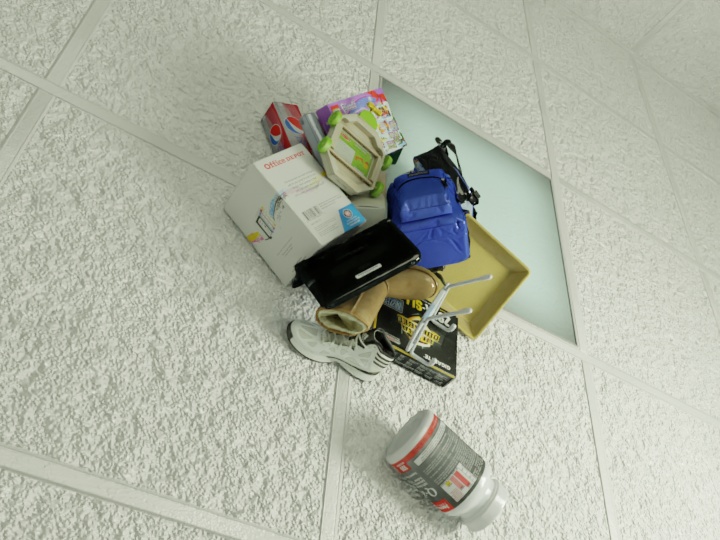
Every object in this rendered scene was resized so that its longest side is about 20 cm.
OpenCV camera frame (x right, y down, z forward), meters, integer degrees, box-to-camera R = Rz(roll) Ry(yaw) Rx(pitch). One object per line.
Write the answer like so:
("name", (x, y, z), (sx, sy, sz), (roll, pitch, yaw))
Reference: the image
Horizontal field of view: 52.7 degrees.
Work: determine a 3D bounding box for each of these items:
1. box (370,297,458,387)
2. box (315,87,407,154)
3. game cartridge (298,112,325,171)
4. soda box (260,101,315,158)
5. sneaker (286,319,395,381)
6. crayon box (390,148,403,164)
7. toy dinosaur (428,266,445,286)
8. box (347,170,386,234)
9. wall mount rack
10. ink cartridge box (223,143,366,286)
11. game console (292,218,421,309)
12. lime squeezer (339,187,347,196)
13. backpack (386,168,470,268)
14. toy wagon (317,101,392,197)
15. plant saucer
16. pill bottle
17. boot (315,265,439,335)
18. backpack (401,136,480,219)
("box", (0.103, 0.121, 1.452), (0.199, 0.049, 0.160), (29, 41, -18))
("box", (0.006, -0.293, 1.507), (0.200, 0.039, 0.138), (-32, 99, -48))
("game cartridge", (-0.073, -0.243, 1.487), (0.200, 0.041, 0.134), (-36, 105, -85))
("soda box", (-0.144, -0.264, 1.554), (0.070, 0.063, 0.201), (-2, 58, -40))
("sneaker", (-0.025, 0.119, 1.295), (0.199, 0.115, 0.076), (26, 44, -20))
("crayon box", (-0.013, -0.295, 1.673), (0.199, 0.052, 0.126), (-12, 49, -44))
("toy dinosaur", (0.118, 0.005, 1.491), (0.200, 0.102, 0.077), (49, -3, 47))
("box", (0.013, -0.131, 1.495), (0.077, 0.096, 0.200), (3, 30, 1))
("wall mount rack", (0.163, 0.081, 1.363), (0.074, 0.174, 0.200), (31, 41, 8))
("ink cartridge box", (-0.126, -0.107, 1.375), (0.200, 0.145, 0.147), (51, 42, 7))
("game console", (-0.010, 0.003, 1.306), (0.199, 0.117, 0.176), (-28, 49, -15))
("lime squeezer", (-0.046, -0.189, 1.593), (0.070, 0.038, 0.201), (17, 48, -28))
("backpack", (0.133, -0.118, 1.443), (0.161, 0.169, 0.201), (-5, 34, 3))
("toy wagon", (-0.005, -0.243, 1.418), (0.155, 0.039, 0.201), (37, 54, -29))
("plant saucer", (0.232, 0.013, 1.581), (0.200, 0.200, 0.048), (41, -3, -4))
("pill bottle", (0.150, 0.346, 1.252), (0.200, 0.116, 0.116), (43, 41, -2))
("boot", (0.035, 0.055, 1.301), (0.174, 0.067, 0.200), (8, 27, 18))
("backpack", (0.187, -0.162, 1.658), (0.191, 0.153, 0.201), (55, 13, -56))
